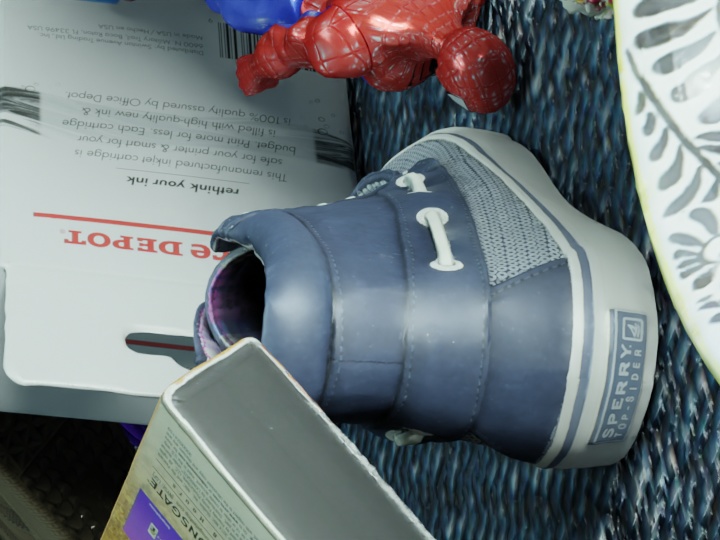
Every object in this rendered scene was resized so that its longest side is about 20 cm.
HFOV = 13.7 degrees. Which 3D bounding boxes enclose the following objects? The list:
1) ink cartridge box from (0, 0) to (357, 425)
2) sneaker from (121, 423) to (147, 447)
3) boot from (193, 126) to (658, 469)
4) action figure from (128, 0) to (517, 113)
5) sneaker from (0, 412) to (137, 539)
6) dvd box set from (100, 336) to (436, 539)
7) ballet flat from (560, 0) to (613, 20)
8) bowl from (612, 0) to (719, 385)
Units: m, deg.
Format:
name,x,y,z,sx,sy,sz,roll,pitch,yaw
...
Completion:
name,x,y,z,sx,sy,sz,roll,pitch,yaw
ink cartridge box,-0.063,-0.015,0.942,0.068,0.115,0.201,109,162,-44
sneaker,-0.093,0.034,1.076,0.200,0.099,0.070,152,121,-74
boot,0.000,0.000,0.731,0.200,0.090,0.073,-154,71,-75
action figure,-0.011,-0.079,0.850,0.200,0.065,0.052,31,145,59
sneaker,-0.116,0.062,1.013,0.075,0.070,0.201,-13,110,49
dvd box set,-0.010,0.121,0.679,0.146,0.029,0.200,48,148,15
ballet flat,0.052,-0.079,0.613,0.200,0.064,0.076,-169,86,-76
bowl,0.103,-0.075,0.335,0.201,0.094,0.202,-173,90,-76
